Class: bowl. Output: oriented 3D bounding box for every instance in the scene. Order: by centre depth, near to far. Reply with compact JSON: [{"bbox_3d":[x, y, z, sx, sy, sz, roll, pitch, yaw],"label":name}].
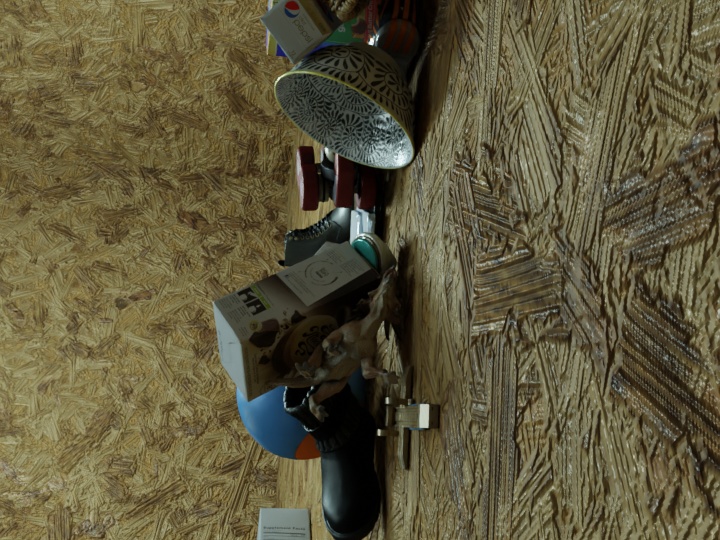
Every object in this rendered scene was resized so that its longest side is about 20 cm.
[{"bbox_3d":[-0.003,-0.225,1.075,0.096,0.198,0.201,-63,2,-16],"label":"bowl"}]

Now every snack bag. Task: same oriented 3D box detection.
[{"bbox_3d":[0.000,0.000,1.326,0.200,0.021,0.193,-130,42,-80],"label":"snack bag"}]

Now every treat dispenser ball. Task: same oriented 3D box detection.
[{"bbox_3d":[-0.089,0.184,1.282,0.201,0.196,0.206,-175,90,-82],"label":"treat dispenser ball"}]

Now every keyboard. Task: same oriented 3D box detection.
[{"bbox_3d":[0.019,-0.146,1.337,0.201,0.020,0.130,-106,16,-65],"label":"keyboard"}]

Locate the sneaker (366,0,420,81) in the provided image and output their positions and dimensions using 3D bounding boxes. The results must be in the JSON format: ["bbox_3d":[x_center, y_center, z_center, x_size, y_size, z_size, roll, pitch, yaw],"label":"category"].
[{"bbox_3d":[0.040,-0.315,1.144,0.200,0.076,0.114,135,145,-64],"label":"sneaker"}]

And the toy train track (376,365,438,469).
[{"bbox_3d":[0.046,0.161,0.928,0.200,0.032,0.118,135,139,-76],"label":"toy train track"}]

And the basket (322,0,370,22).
[{"bbox_3d":[0.026,-0.404,1.011,0.149,0.142,0.201,48,114,25],"label":"basket"}]

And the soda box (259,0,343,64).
[{"bbox_3d":[-0.068,-0.320,1.073,0.063,0.068,0.201,-35,14,16],"label":"soda box"}]

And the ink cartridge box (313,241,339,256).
[{"bbox_3d":[-0.062,0.042,1.417,0.200,0.066,0.119,-54,-26,-64],"label":"ink cartridge box"}]

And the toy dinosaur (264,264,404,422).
[{"bbox_3d":[-0.017,0.096,1.020,0.198,0.086,0.136,-34,15,22],"label":"toy dinosaur"}]

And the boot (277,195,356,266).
[{"bbox_3d":[-0.071,-0.078,1.514,0.078,0.135,0.204,-99,17,-59],"label":"boot"}]

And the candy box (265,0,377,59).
[{"bbox_3d":[-0.032,-0.390,1.204,0.077,0.195,0.172,-101,18,-62],"label":"candy box"}]

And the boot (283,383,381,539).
[{"bbox_3d":[-0.039,0.224,1.088,0.214,0.078,0.159,-93,-20,-46],"label":"boot"}]

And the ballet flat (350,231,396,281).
[{"bbox_3d":[0.014,0.004,1.134,0.201,0.068,0.071,108,165,-55],"label":"ballet flat"}]

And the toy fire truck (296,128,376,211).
[{"bbox_3d":[-0.036,-0.186,1.246,0.201,0.109,0.171,-106,16,-62],"label":"toy fire truck"}]

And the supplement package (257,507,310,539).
[{"bbox_3d":[-0.173,0.646,1.877,0.201,0.117,0.124,-101,17,-62],"label":"supplement package"}]

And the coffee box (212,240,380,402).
[{"bbox_3d":[-0.077,0.061,1.055,0.080,0.197,0.114,46,150,35],"label":"coffee box"}]
